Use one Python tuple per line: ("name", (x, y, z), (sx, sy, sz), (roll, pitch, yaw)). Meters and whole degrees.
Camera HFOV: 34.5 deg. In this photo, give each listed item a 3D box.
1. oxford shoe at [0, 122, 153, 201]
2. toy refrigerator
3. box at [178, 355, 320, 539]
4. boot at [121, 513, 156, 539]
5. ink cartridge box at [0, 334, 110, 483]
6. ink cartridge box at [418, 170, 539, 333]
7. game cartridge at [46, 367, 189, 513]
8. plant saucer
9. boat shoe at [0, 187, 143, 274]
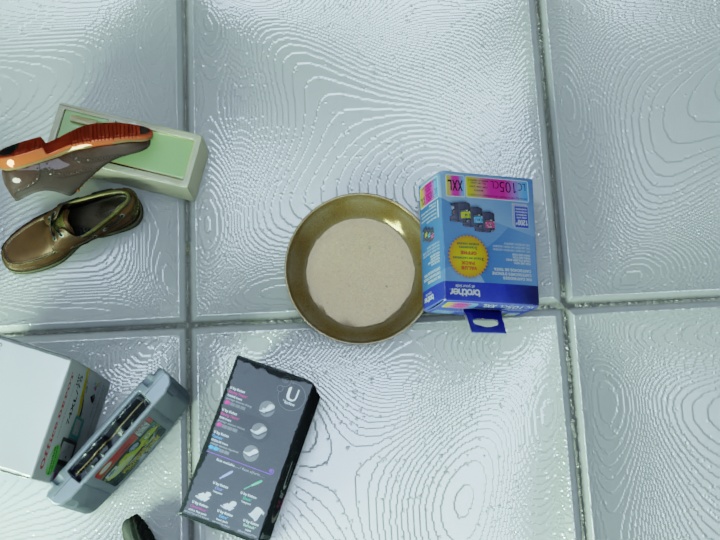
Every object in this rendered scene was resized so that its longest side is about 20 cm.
("oxford shoe", (-0.359, -0.140, 1.483), (0.198, 0.071, 0.073), (-12, 115, -4))
("toy refrigerator", (-0.309, -0.158, 1.537), (0.198, 0.070, 0.077), (14, 78, 5))
("box", (-0.131, 0.222, 1.418), (0.105, 0.122, 0.202), (18, 78, 6))
("boot", (-0.298, 0.411, 1.410), (0.129, 0.068, 0.202), (-18, 76, 3))
("ink cartridge box", (-0.411, 0.169, 1.395), (0.144, 0.200, 0.148), (15, 78, 4))
("ink cartridge box", (0.151, -0.016, 1.476), (0.135, 0.076, 0.203), (3, 77, -18))
("game cartridge", (-0.291, 0.212, 1.417), (0.041, 0.133, 0.200), (40, 80, 10))
("plant saucer", (0.000, 0.000, 1.512), (0.198, 0.035, 0.203), (0, 77, 1))
("boat shoe", (-0.385, -0.060, 1.516), (0.198, 0.068, 0.072), (-27, 79, -4))
